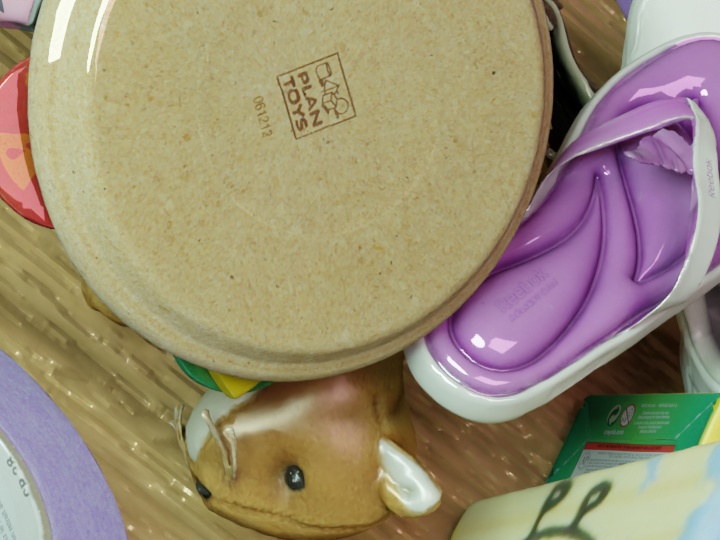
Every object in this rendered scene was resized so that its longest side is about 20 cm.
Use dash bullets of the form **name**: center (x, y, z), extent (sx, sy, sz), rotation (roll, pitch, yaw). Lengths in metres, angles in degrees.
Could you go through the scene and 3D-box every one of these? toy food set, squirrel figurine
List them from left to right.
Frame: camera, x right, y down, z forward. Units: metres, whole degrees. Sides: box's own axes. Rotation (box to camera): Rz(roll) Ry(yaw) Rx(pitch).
- **toy food set**: center (-0.026, -0.060, 0.974), extent (0.198, 0.049, 0.200), rotation (-39, 113, -17)
- **squirrel figurine**: center (0.000, 0.000, 1.087), extent (0.200, 0.141, 0.187), rotation (-16, 92, -27)

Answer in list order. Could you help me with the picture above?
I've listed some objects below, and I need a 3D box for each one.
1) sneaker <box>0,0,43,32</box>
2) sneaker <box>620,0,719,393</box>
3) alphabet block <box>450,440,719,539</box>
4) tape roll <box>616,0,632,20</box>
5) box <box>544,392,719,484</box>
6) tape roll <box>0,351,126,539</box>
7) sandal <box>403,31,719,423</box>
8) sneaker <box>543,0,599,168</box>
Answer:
- **sneaker**: center (-0.068, -0.103, 1.051), extent (0.200, 0.070, 0.082), rotation (0, 36, -41)
- **sneaker**: center (0.148, -0.032, 1.143), extent (0.078, 0.099, 0.200), rotation (-14, 80, 5)
- **alphabet block**: center (0.125, 0.197, 1.067), extent (0.196, 0.200, 0.196), rotation (36, 64, -16)
- **tape roll**: center (0.198, -0.162, 1.266), extent (0.200, 0.066, 0.200), rotation (6, 76, -27)
- **box**: center (0.183, 0.116, 1.163), extent (0.200, 0.117, 0.048), rotation (30, 76, -19)
- **tape roll**: center (-0.175, 0.088, 0.949), extent (0.200, 0.066, 0.200), rotation (29, 33, -21)
- **sandal**: center (0.097, -0.019, 1.051), extent (0.082, 0.050, 0.203), rotation (39, 60, 6)
- **sneaker**: center (0.043, -0.113, 1.166), extent (0.070, 0.076, 0.200), rotation (-43, 100, -28)
